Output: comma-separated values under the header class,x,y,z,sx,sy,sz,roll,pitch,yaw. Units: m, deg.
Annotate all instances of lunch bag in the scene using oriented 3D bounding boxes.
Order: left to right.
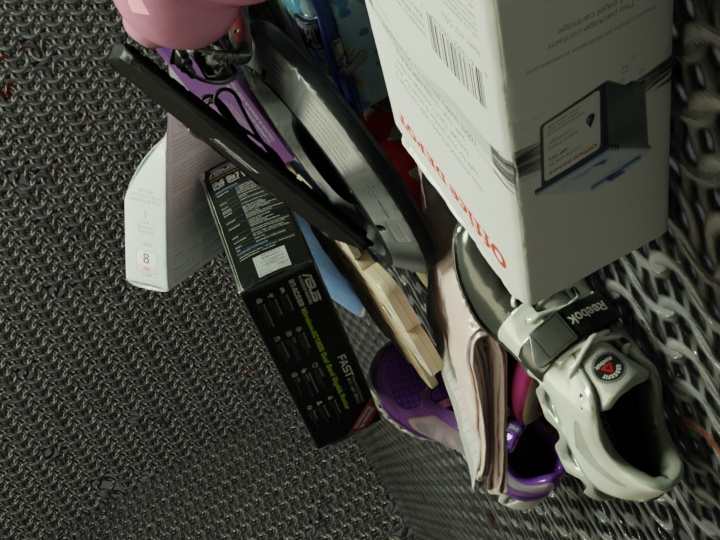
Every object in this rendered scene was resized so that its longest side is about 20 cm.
class,x,y,z,sx,sy,sz,roll,pitch,yaw
lunch bag,-0.032,-0.214,0.821,0.201,0.082,0.161,60,177,25

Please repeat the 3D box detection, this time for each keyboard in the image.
class,x,y,z,sx,sy,sz,roll,pitch,yaw
keyboard,-0.073,-0.088,0.769,0.199,0.040,0.104,39,173,-23

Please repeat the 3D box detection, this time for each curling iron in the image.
class,x,y,z,sx,sy,sz,roll,pitch,yaw
curling iron,-0.093,-0.181,0.776,0.201,0.049,0.026,-94,12,-49

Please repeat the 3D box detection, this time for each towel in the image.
class,x,y,z,sx,sy,sz,roll,pitch,yaw
towel,0.071,0.030,0.863,0.192,0.032,0.201,83,177,-46

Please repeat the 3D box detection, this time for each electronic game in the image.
class,x,y,z,sx,sy,sz,roll,pitch,yaw
electronic game,-0.014,-0.080,0.797,0.201,0.041,0.200,53,176,6

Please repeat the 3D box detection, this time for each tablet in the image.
class,x,y,z,sx,sy,sz,roll,pitch,yaw
tablet,-0.035,-0.034,1.046,0.129,0.014,0.200,35,156,9

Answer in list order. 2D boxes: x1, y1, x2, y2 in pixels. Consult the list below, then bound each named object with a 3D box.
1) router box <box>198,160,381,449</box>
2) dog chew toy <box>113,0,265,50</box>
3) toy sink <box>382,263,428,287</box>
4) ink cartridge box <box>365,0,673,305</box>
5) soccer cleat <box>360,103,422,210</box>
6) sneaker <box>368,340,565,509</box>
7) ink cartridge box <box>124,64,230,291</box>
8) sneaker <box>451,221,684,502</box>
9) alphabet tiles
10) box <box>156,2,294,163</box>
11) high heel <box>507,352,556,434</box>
class,x,y,z,sx,sy,sz,roll,pitch,yaw
router box,-0.056,0.024,0.973,0.150,0.062,0.201,-117,4,-46
dog chew toy,-0.069,-0.204,0.649,0.124,0.200,0.125,32,-152,-20
toy sink,-0.024,-0.063,1.169,0.201,0.111,0.131,57,171,35
ink cartridge box,0.062,-0.106,0.525,0.147,0.085,0.201,57,172,37
soccer cleat,-0.008,-0.121,1.006,0.200,0.069,0.085,45,-171,10
sneaker,0.098,0.125,1.010,0.199,0.081,0.088,37,163,-7
ink cartridge box,-0.135,-0.105,0.993,0.163,0.056,0.202,-43,-42,-59
sneaker,0.128,0.043,0.696,0.201,0.074,0.088,57,163,-4
alphabet tiles,0.000,0.000,0.931,0.196,0.015,0.200,59,172,-36
box,-0.107,-0.186,0.865,0.200,0.039,0.138,53,-153,-44
high heel,0.107,0.058,0.841,0.096,0.067,0.200,48,171,20
